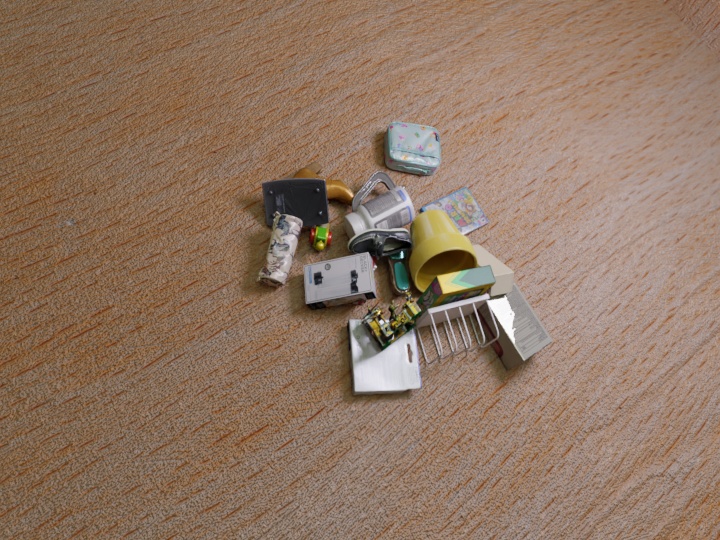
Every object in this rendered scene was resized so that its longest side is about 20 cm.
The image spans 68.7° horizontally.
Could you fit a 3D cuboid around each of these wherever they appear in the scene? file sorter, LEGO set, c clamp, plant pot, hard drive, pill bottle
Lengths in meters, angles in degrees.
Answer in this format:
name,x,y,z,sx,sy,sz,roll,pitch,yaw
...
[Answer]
name,x,y,z,sx,sy,sz,roll,pitch,yaw
file sorter,0.271,0.169,1.486,0.193,0.139,0.129,-12,71,-18
LEGO set,0.075,0.115,1.398,0.152,0.201,0.117,-36,74,-5
c clamp,0.067,-0.210,1.636,0.200,0.027,0.173,-44,114,-18
plant pot,0.228,-0.066,1.559,0.192,0.204,0.194,-1,50,-14
hard drive,-0.185,-0.199,1.526,0.192,0.042,0.140,-1,108,13
pill bottle,0.053,-0.156,1.556,0.195,0.114,0.116,-27,74,-13

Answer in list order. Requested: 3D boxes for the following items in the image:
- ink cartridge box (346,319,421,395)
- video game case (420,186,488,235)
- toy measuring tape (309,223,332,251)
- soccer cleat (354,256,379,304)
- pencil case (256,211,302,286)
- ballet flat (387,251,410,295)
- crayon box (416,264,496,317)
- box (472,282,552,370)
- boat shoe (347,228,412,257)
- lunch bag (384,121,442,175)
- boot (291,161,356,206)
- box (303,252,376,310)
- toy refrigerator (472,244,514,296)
name,x,y,z,sx,sy,sz,roll,pitch,yaw
ink cartridge box,0.064,0.236,1.458,0.192,0.041,0.207,1,66,-13
video game case,0.307,-0.178,1.715,0.195,0.018,0.146,-25,75,-22
toy measuring tape,-0.117,-0.124,1.576,0.071,0.075,0.204,10,42,-9
soccer cleat,0.000,0.000,1.536,0.082,0.069,0.206,17,66,-4
pencil case,-0.228,-0.055,1.475,0.087,0.077,0.208,19,76,-17
ballet flat,0.106,-0.019,1.569,0.068,0.066,0.207,5,63,-13
crayon box,0.265,0.064,1.494,0.166,0.201,0.060,-10,67,-17
box,0.442,0.163,1.544,0.125,0.110,0.204,-24,74,-22
boat shoe,0.061,-0.070,1.498,0.192,0.076,0.067,-5,41,-24
lunch bag,0.176,-0.402,1.749,0.192,0.078,0.166,6,65,-11
boot,-0.120,-0.228,1.595,0.200,0.071,0.145,40,57,3
box,-0.057,0.030,1.467,0.192,0.060,0.121,-10,68,9
toy refrigerator,0.367,-0.001,1.564,0.073,0.073,0.201,-9,29,-17
